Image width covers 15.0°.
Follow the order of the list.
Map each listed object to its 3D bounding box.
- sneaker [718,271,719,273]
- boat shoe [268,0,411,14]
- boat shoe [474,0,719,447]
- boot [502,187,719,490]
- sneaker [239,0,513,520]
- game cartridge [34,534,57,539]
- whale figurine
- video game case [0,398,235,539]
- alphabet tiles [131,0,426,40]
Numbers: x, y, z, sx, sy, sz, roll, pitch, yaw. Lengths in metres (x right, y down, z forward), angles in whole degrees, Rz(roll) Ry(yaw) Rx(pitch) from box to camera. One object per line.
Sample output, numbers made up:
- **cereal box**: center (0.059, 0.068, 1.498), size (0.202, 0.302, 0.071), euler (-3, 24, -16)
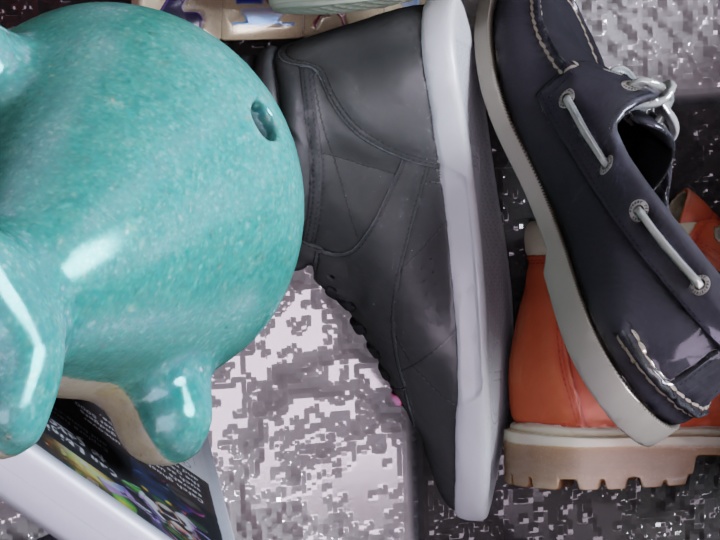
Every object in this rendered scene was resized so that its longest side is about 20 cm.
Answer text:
- **sneaker**: center (0.150, 0.038, 0.942), size (0.087, 0.074, 0.201), euler (21, 103, 18)
- **boat shoe**: center (0.051, -0.138, 0.951), size (0.199, 0.075, 0.063), euler (-24, 99, -19)
- **boat shoe**: center (0.091, -0.034, 0.930), size (0.063, 0.201, 0.073), euler (-34, 136, 23)
- **boot**: center (0.150, 0.023, 1.011), size (0.198, 0.075, 0.108), euler (-1, 89, -15)
- **sneaker**: center (0.000, 0.000, 0.985), size (0.098, 0.071, 0.201), euler (-4, 116, 11)
- **game cartridge**: center (-0.073, 0.185, 0.980), size (0.132, 0.041, 0.201), euler (-26, 105, 12)
- **whale figurine**: center (-0.080, -0.015, 0.846), size (0.103, 0.200, 0.160), euler (-26, 98, 19)
- **video game case**: center (-0.127, 0.031, 0.902), size (0.200, 0.182, 0.023), euler (37, 96, -15)
- **alphabet tiles**: center (-0.047, -0.162, 0.932), size (0.199, 0.008, 0.169), euler (-5, 103, -32)
